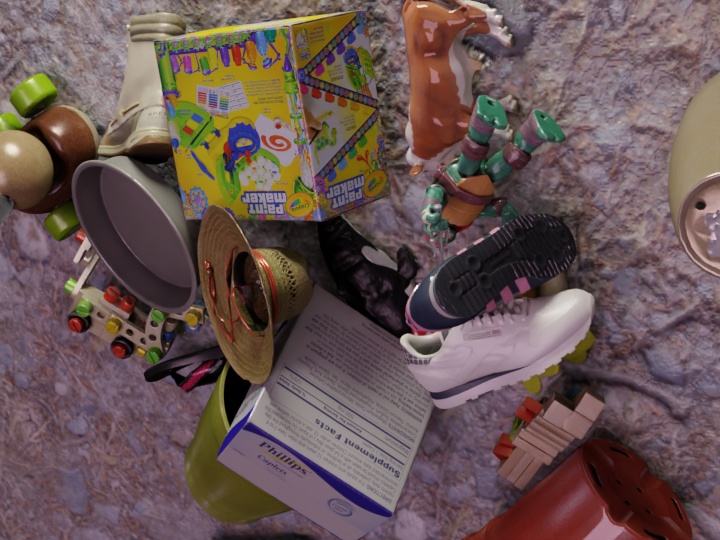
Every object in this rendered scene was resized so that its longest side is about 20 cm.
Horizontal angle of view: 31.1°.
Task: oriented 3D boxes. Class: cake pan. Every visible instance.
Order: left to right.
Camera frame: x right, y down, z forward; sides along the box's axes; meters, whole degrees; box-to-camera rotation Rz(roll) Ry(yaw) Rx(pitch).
[{"bbox_3d":[-0.245,-0.044,1.459,0.199,0.037,0.202,30,142,27],"label":"cake pan"}]

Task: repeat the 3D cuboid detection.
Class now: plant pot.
[{"bbox_3d":[-0.113,0.202,1.511,0.201,0.200,0.193,48,136,2],"label":"plant pot"},{"bbox_3d":[0.230,0.296,1.358,0.200,0.201,0.196,41,116,7],"label":"plant pot"},{"bbox_3d":[0.345,-0.070,1.126,0.185,0.200,0.190,11,115,23],"label":"plant pot"}]

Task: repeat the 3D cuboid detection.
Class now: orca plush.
[{"bbox_3d":[0.000,0.000,1.419,0.104,0.071,0.202,-18,101,32],"label":"orca plush"}]

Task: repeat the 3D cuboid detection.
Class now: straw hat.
[{"bbox_3d":[-0.096,0.016,1.338,0.201,0.084,0.203,44,141,50],"label":"straw hat"}]

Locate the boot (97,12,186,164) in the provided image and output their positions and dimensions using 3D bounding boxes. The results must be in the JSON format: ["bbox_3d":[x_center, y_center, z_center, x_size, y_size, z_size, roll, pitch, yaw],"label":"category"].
[{"bbox_3d":[-0.245,-0.203,1.460,0.199,0.071,0.157,177,96,-65],"label":"boot"}]

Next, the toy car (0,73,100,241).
[{"bbox_3d":[-0.410,-0.110,1.516,0.157,0.200,0.165,-38,90,35],"label":"toy car"}]

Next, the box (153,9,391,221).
[{"bbox_3d":[-0.092,-0.158,1.343,0.198,0.121,0.195,3,107,39],"label":"box"}]

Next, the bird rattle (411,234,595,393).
[{"bbox_3d":[0.148,0.041,1.361,0.198,0.112,0.165,13,99,31],"label":"bird rattle"}]

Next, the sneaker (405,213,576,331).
[{"bbox_3d":[0.121,0.002,1.233,0.082,0.199,0.071,-35,79,52],"label":"sneaker"}]

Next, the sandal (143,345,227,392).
[{"bbox_3d":[-0.184,0.117,1.566,0.198,0.075,0.046,-17,89,30],"label":"sandal"}]

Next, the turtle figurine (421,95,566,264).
[{"bbox_3d":[0.109,-0.071,1.262,0.101,0.148,0.201,53,130,33],"label":"turtle figurine"}]

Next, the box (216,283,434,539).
[{"bbox_3d":[-0.029,0.154,1.390,0.183,0.201,0.105,33,139,-9],"label":"box"}]

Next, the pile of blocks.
[{"bbox_3d":[0.190,0.155,1.357,0.062,0.083,0.200,31,145,-1],"label":"pile of blocks"}]

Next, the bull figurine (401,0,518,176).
[{"bbox_3d":[0.094,-0.180,1.296,0.120,0.065,0.202,0,119,18],"label":"bull figurine"}]

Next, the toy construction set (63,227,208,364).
[{"bbox_3d":[-0.285,0.034,1.575,0.199,0.092,0.132,40,124,8],"label":"toy construction set"}]

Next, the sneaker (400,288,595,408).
[{"bbox_3d":[0.132,0.062,1.250,0.199,0.077,0.081,-29,107,23],"label":"sneaker"}]
